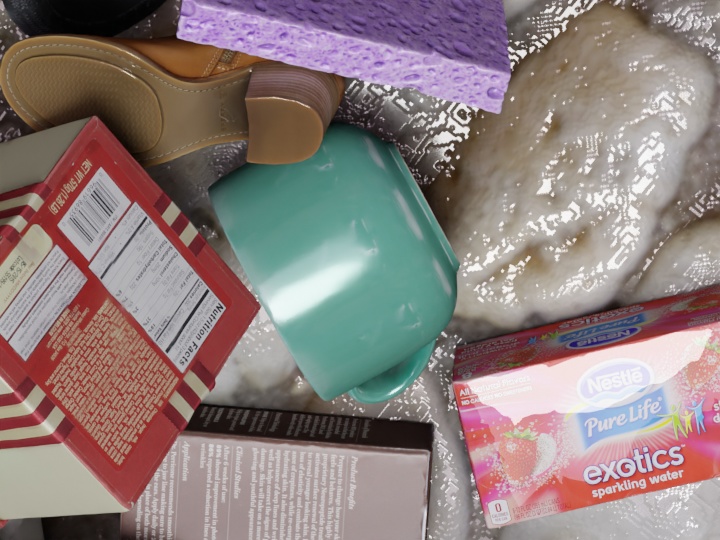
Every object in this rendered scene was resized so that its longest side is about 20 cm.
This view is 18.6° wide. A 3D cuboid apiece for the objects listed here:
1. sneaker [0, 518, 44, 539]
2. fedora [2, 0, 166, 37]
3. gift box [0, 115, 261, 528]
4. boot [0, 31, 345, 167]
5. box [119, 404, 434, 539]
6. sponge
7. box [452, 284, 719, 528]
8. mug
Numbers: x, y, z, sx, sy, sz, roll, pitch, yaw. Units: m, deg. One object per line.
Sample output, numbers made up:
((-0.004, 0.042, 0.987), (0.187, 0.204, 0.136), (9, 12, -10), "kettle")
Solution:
((-0.225, 0.100, 1.425), (0.084, 0.073, 0.202), (-13, 100, 9), "sneaker")
((-0.161, -0.239, 1.326), (0.091, 0.200, 0.201), (39, 104, 29), "fedora")
((-0.200, 0.018, 1.263), (0.186, 0.185, 0.201), (-12, 123, 47), "gift box")
((-0.107, -0.127, 1.324), (0.198, 0.156, 0.077), (3, 118, 1), "boot")
((-0.054, 0.146, 1.425), (0.198, 0.075, 0.101), (6, 102, 4), "box")
((-0.009, -0.154, 1.319), (0.198, 0.112, 0.030), (12, 123, -9), "sponge")
((0.163, 0.082, 1.383), (0.198, 0.096, 0.101), (-13, 100, 7), "box")
((-0.006, -0.010, 1.360), (0.114, 0.185, 0.153), (-30, 76, 2), "mug")
